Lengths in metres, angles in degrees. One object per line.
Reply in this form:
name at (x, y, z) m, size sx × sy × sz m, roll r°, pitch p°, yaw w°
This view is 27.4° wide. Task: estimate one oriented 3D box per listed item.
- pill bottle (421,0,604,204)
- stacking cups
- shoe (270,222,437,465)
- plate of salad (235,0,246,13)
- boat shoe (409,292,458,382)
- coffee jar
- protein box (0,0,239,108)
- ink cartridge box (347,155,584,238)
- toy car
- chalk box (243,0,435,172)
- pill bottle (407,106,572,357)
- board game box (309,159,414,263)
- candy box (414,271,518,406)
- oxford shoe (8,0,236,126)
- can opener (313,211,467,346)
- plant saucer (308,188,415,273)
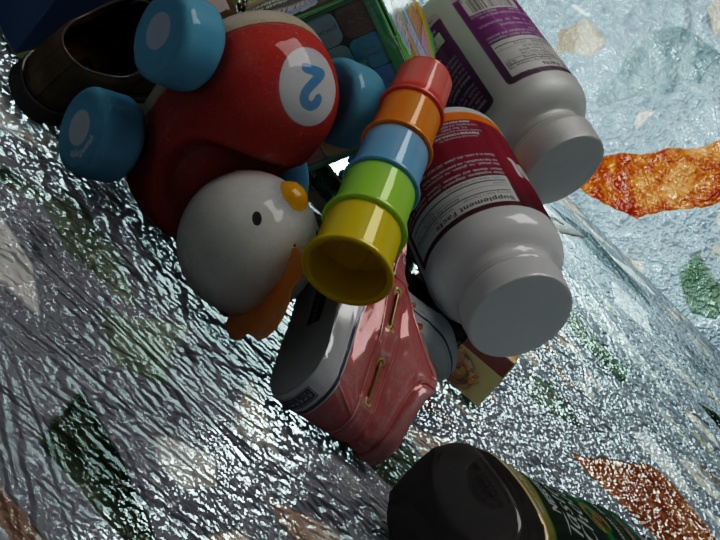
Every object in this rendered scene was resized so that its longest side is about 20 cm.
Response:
pill bottle at (0.131, -0.158, 1.314) m, size 0.112 × 0.112 × 0.201 m, roll 25°, pitch 29°, yaw -53°
stacking cups at (0.015, -0.070, 0.965) m, size 0.060 × 0.060 × 0.201 m, roll 38°, pitch 45°, yaw -21°
shoe at (0.008, 0.030, 0.996) m, size 0.091 × 0.071 × 0.201 m, roll 41°, pitch 47°, yaw -27°
plate of salad at (-0.119, -0.201, 1.271) m, size 0.048 × 0.201 × 0.200 m, roll -10°, pitch 37°, yaw -17°
boat shoe at (0.014, 0.048, 1.116) m, size 0.200 × 0.073 × 0.067 m, roll 48°, pitch 46°, yaw -47°
coffee jar at (0.106, 0.179, 0.921) m, size 0.200 × 0.085 × 0.104 m, roll 29°, pitch 19°, yaw -45°
protein box at (-0.195, -0.270, 1.171) m, size 0.135 × 0.199 × 0.200 m, roll 26°, pitch 21°, yaw -44°
ink cartridge box at (0.097, -0.065, 1.341) m, size 0.200 × 0.068 × 0.116 m, roll 38°, pitch 11°, yaw 16°
toy car at (-0.069, -0.049, 0.974) m, size 0.184 × 0.177 × 0.201 m, roll 14°, pitch 42°, yaw -44°
chalk box at (-0.017, -0.168, 1.168) m, size 0.201 × 0.124 × 0.124 m, roll -83°, pitch 150°, yaw -57°
pill bottle at (0.093, -0.030, 1.174) m, size 0.113 × 0.113 × 0.201 m, roll 32°, pitch 25°, yaw -40°
board game box at (0.040, -0.041, 1.331) m, size 0.199 × 0.028 × 0.135 m, roll 26°, pitch 16°, yaw -38°
candy box at (0.090, 0.047, 1.344) m, size 0.115 × 0.055 × 0.200 m, roll 40°, pitch 13°, yaw 3°
oxford shoe at (-0.148, -0.162, 1.045) m, size 0.200 × 0.084 × 0.073 m, roll -36°, pitch 93°, yaw -45°
can opener at (0.000, 0.000, 1.200) m, size 0.199 × 0.079 × 0.064 m, roll 35°, pitch 55°, yaw -8°
plant saucer at (-0.033, -0.056, 1.355) m, size 0.200 × 0.035 × 0.200 m, roll 39°, pitch 15°, yaw -12°
